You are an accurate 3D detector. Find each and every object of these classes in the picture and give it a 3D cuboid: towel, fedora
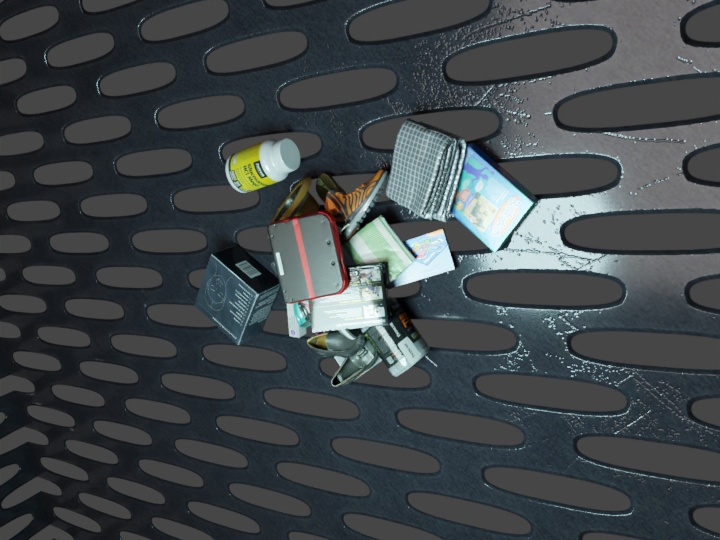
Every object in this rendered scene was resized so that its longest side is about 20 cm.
[{"bbox_3d":[0.142,-0.228,1.504,0.165,0.084,0.204,32,114,43],"label":"towel"},{"bbox_3d":[0.021,-0.019,1.628,0.199,0.023,0.153,-40,85,12],"label":"towel"},{"bbox_3d":[-0.167,-0.151,1.738,0.081,0.203,0.200,34,127,-17],"label":"fedora"}]

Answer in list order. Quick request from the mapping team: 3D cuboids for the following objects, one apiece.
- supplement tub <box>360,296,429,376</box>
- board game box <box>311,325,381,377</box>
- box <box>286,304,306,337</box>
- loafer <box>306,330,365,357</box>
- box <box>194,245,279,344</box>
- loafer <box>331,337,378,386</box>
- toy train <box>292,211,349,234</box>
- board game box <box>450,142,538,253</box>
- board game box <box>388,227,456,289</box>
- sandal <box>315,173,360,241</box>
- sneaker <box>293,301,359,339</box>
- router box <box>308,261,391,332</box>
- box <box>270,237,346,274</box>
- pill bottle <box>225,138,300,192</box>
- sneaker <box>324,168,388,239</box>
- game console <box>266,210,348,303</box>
[{"bbox_3d":[0.077,0.157,1.682,0.122,0.122,0.202,-40,83,35],"label":"supplement tub"},{"bbox_3d":[-0.025,0.186,1.819,0.199,0.026,0.202,-40,82,36],"label":"board game box"},{"bbox_3d":[-0.187,0.090,1.887,0.038,0.041,0.205,8,110,32],"label":"box"},{"bbox_3d":[-0.066,0.195,1.758,0.198,0.071,0.074,-22,58,46],"label":"loafer"},{"bbox_3d":[-0.366,0.071,1.948,0.199,0.123,0.199,38,121,17],"label":"box"},{"bbox_3d":[-0.012,0.252,1.776,0.072,0.063,0.201,46,125,14],"label":"loafer"},{"bbox_3d":[-0.125,-0.098,1.613,0.116,0.085,0.199,48,119,-1],"label":"toy train"},{"bbox_3d":[0.281,-0.165,1.492,0.200,0.045,0.153,45,124,15],"label":"board game box"},{"bbox_3d":[0.130,-0.026,1.626,0.196,0.019,0.105,-17,97,23],"label":"board game box"},{"bbox_3d":[-0.050,-0.168,1.711,0.080,0.054,0.202,-43,65,28],"label":"sandal"},{"bbox_3d":[-0.102,0.122,1.697,0.201,0.084,0.121,48,121,-1],"label":"sneaker"},{"bbox_3d":[-0.031,0.066,1.605,0.195,0.051,0.153,-6,94,10],"label":"router box"},{"bbox_3d":[-0.121,-0.029,1.759,0.199,0.114,0.134,-38,83,33],"label":"box"},{"bbox_3d":[-0.261,-0.287,1.770,0.197,0.112,0.115,-13,98,35],"label":"pill bottle"},{"bbox_3d":[-0.020,-0.187,1.622,0.111,0.078,0.202,36,90,8],"label":"sneaker"},{"bbox_3d":[-0.126,-0.031,1.571,0.173,0.031,0.205,-11,95,21],"label":"game console"}]
